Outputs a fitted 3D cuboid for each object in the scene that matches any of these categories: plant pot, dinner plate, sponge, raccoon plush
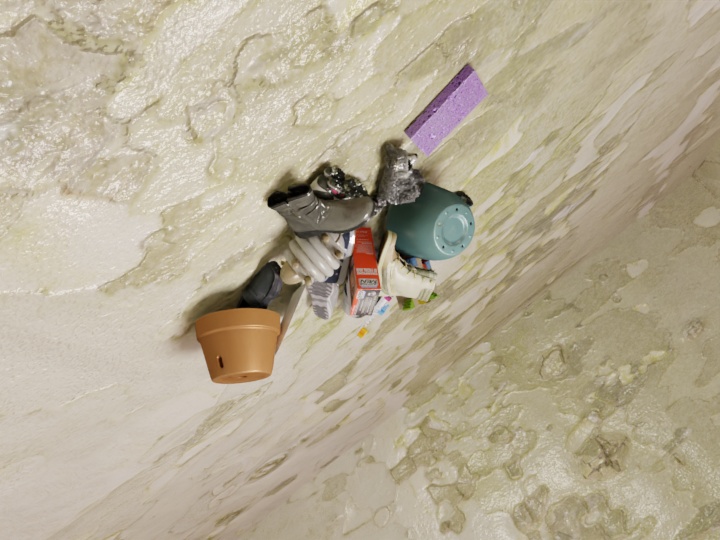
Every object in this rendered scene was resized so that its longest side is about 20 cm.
[{"bbox_3d":[-0.282,0.184,1.234,0.199,0.141,0.200,-8,161,-3],"label":"plant pot"},{"bbox_3d":[0.191,-0.115,1.328,0.200,0.161,0.201,-8,108,-27],"label":"plant pot"},{"bbox_3d":[-0.188,0.122,1.357,0.200,0.024,0.201,-158,-90,-84],"label":"dinner plate"},{"bbox_3d":[0.197,-0.359,1.197,0.200,0.030,0.111,-45,153,12],"label":"sponge"},{"bbox_3d":[0.059,-0.198,1.217,0.200,0.097,0.134,-46,145,15],"label":"raccoon plush"}]

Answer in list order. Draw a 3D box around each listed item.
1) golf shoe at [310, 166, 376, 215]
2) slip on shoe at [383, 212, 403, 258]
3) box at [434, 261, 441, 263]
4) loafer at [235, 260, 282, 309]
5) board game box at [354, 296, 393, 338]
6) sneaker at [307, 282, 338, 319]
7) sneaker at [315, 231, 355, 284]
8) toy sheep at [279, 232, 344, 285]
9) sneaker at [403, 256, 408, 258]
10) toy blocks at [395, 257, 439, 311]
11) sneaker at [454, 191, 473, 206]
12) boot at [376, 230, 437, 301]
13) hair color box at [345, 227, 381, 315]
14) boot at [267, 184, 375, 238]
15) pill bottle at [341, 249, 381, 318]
[{"bbox_3d":[-0.039,-0.163,1.170,0.088,0.077,0.200,-30,149,25],"label":"golf shoe"},{"bbox_3d":[0.101,-0.097,1.452,0.076,0.061,0.200,-26,151,-25],"label":"slip on shoe"},{"bbox_3d":[0.186,-0.061,1.507,0.042,0.039,0.200,-56,149,11],"label":"box"},{"bbox_3d":[-0.243,0.057,1.248,0.070,0.068,0.201,-19,152,-49],"label":"loafer"},{"bbox_3d":[0.077,0.093,1.571,0.200,0.026,0.200,-56,172,31],"label":"board game box"},{"bbox_3d":[-0.097,0.044,1.440,0.200,0.074,0.082,99,15,-48],"label":"sneaker"},{"bbox_3d":[-0.079,-0.053,1.282,0.108,0.070,0.201,0,121,-19],"label":"sneaker"},{"bbox_3d":[-0.099,-0.040,1.188,0.200,0.138,0.138,-36,154,-1],"label":"toy sheep"},{"bbox_3d":[0.146,-0.054,1.565,0.200,0.073,0.077,-50,155,24],"label":"sneaker"},{"bbox_3d":[0.148,0.022,1.468,0.100,0.137,0.200,-14,-176,35],"label":"toy blocks"},{"bbox_3d":[0.243,-0.163,1.514,0.200,0.078,0.086,-14,148,-40],"label":"sneaker"},{"bbox_3d":[0.116,-0.007,1.310,0.154,0.072,0.201,9,130,2],"label":"boot"},{"bbox_3d":[0.000,0.000,1.319,0.064,0.201,0.111,1,140,-13],"label":"hair color box"},{"bbox_3d":[-0.080,-0.129,1.072,0.199,0.068,0.131,-13,149,17],"label":"boot"},{"bbox_3d":[0.016,0.043,1.508,0.111,0.111,0.200,-15,145,-40],"label":"pill bottle"}]
